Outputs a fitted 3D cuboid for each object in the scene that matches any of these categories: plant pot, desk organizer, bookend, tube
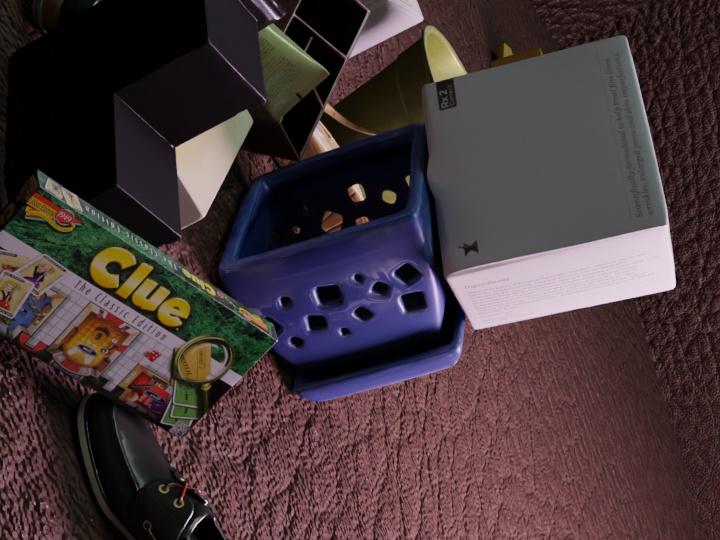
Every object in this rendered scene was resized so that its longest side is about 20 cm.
[{"bbox_3d":[0.040,-0.154,1.500,0.201,0.188,0.202,52,25,-36],"label":"plant pot"},{"bbox_3d":[0.000,0.000,1.223,0.201,0.197,0.181,-78,147,-59],"label":"plant pot"},{"bbox_3d":[-0.066,-0.214,1.297,0.202,0.076,0.072,-67,153,-23],"label":"desk organizer"},{"bbox_3d":[-0.150,-0.104,0.921,0.092,0.198,0.201,42,30,-48],"label":"bookend"},{"bbox_3d":[-0.123,-0.227,1.171,0.200,0.052,0.058,44,-15,-15],"label":"tube"}]

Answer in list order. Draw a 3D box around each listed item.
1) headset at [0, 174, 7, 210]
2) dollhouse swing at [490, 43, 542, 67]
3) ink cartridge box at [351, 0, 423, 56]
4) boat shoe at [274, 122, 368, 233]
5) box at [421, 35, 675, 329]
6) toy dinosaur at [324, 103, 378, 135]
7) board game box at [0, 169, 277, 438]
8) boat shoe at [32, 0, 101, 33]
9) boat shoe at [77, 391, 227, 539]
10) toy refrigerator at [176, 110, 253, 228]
[{"bbox_3d":[-0.279,-0.065,0.762,0.125,0.093,0.200,60,4,-6],"label":"headset"},{"bbox_3d":[0.393,-0.407,2.792,0.201,0.180,0.177,55,42,-29],"label":"dollhouse swing"},{"bbox_3d":[-0.036,-0.389,1.630,0.203,0.146,0.144,68,19,6],"label":"ink cartridge box"},{"bbox_3d":[-0.034,-0.100,1.417,0.202,0.073,0.069,61,26,-15],"label":"boat shoe"},{"bbox_3d":[0.170,-0.077,1.166,0.131,0.197,0.202,54,27,-61],"label":"box"},{"bbox_3d":[-0.076,-0.210,1.410,0.199,0.060,0.107,34,22,-33],"label":"toy dinosaur"},{"bbox_3d":[-0.158,0.028,0.825,0.199,0.105,0.024,35,16,-33],"label":"board game box"},{"bbox_3d":[-0.191,-0.197,1.087,0.199,0.062,0.076,15,96,-61],"label":"boat shoe"},{"bbox_3d":[-0.129,0.170,0.875,0.204,0.063,0.074,65,23,2],"label":"boat shoe"},{"bbox_3d":[-0.157,-0.102,1.087,0.070,0.075,0.201,58,21,-21],"label":"toy refrigerator"}]
